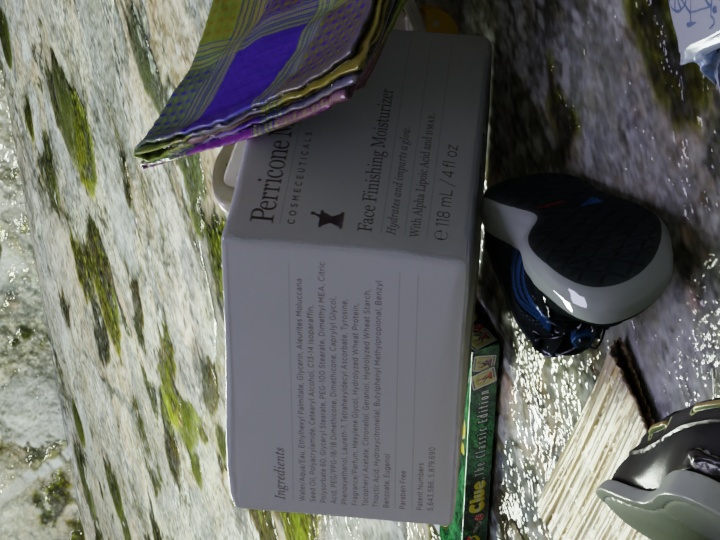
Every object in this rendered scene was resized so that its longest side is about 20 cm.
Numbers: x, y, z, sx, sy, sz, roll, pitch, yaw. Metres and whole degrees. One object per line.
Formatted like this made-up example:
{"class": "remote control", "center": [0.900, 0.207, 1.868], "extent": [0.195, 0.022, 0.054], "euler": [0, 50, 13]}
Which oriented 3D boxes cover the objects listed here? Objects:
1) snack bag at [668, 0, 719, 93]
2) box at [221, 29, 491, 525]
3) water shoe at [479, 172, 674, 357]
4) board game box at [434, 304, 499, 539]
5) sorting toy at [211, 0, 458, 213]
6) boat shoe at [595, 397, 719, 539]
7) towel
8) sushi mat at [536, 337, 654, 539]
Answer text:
{"class": "snack bag", "center": [0.172, -0.104, 0.889], "extent": [0.188, 0.021, 0.202], "euler": [160, 97, -74]}
{"class": "box", "center": [0.000, 0.000, 1.241], "extent": [0.200, 0.129, 0.201], "euler": [-82, -6, -49]}
{"class": "water shoe", "center": [0.112, 0.007, 1.108], "extent": [0.200, 0.071, 0.080], "euler": [-119, 17, -73]}
{"class": "board game box", "center": [0.058, 0.091, 1.440], "extent": [0.105, 0.023, 0.201], "euler": [-122, 25, -45]}
{"class": "sorting toy", "center": [-0.017, -0.156, 1.377], "extent": [0.181, 0.106, 0.201], "euler": [-100, 27, -52]}
{"class": "boat shoe", "center": [0.160, 0.096, 1.022], "extent": [0.071, 0.061, 0.201], "euler": [32, 171, -1]}
{"class": "towel", "center": [-0.038, -0.129, 1.193], "extent": [0.023, 0.144, 0.199], "euler": [42, 146, -26]}
{"class": "sushi mat", "center": [0.134, 0.126, 1.218], "extent": [0.200, 0.012, 0.096], "euler": [105, 148, -58]}
